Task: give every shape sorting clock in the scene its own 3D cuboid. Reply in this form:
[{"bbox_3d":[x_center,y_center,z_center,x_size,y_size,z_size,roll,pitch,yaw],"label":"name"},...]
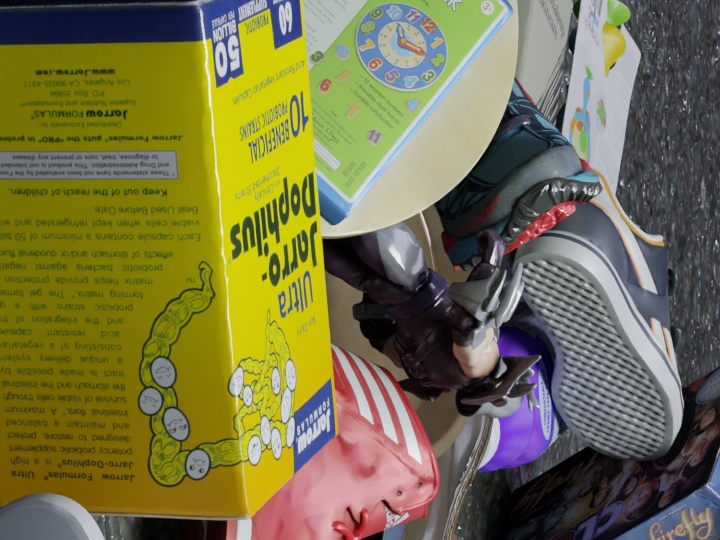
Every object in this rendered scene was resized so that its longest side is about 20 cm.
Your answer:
[{"bbox_3d":[-0.023,-0.113,1.234,0.039,0.199,0.201,162,-68,-69],"label":"shape sorting clock"}]

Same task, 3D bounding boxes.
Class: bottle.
[{"bbox_3d":[0.083,0.071,1.663,0.200,0.065,0.084,-29,115,-68],"label":"bottle"}]

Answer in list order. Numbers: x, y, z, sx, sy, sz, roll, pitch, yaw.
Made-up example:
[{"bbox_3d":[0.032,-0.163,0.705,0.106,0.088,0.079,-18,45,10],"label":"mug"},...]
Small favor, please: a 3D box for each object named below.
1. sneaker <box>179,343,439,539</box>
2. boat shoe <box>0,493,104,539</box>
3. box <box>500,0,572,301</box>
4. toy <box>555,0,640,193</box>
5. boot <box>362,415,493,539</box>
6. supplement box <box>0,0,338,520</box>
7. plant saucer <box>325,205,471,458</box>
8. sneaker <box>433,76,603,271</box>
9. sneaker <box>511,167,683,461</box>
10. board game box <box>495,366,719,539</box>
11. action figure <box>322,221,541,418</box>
[{"bbox_3d":[-0.019,0.122,1.276,0.078,0.115,0.201,147,-46,-63],"label":"sneaker"},{"bbox_3d":[-0.121,0.177,1.094,0.065,0.073,0.201,-38,135,-72],"label":"boat shoe"},{"bbox_3d":[0.069,-0.087,1.618,0.082,0.068,0.201,57,38,-58],"label":"box"},{"bbox_3d":[0.121,-0.070,1.708,0.115,0.047,0.201,51,48,-57],"label":"toy"},{"bbox_3d":[0.022,0.082,1.477,0.097,0.074,0.201,37,57,-70],"label":"boot"},{"bbox_3d":[-0.082,-0.015,1.125,0.109,0.109,0.201,-39,127,-66],"label":"supplement box"},{"bbox_3d":[0.000,0.000,1.412,0.200,0.029,0.201,24,60,-51],"label":"plant saucer"},{"bbox_3d":[0.050,-0.063,1.368,0.096,0.079,0.200,59,-3,-14],"label":"sneaker"},{"bbox_3d":[0.143,0.025,1.615,0.200,0.078,0.080,68,35,-47],"label":"sneaker"},{"bbox_3d":[0.155,0.139,1.695,0.035,0.200,0.136,45,35,-14],"label":"board game box"},{"bbox_3d":[0.015,-0.001,1.300,0.200,0.130,0.070,45,60,-19],"label":"action figure"}]
